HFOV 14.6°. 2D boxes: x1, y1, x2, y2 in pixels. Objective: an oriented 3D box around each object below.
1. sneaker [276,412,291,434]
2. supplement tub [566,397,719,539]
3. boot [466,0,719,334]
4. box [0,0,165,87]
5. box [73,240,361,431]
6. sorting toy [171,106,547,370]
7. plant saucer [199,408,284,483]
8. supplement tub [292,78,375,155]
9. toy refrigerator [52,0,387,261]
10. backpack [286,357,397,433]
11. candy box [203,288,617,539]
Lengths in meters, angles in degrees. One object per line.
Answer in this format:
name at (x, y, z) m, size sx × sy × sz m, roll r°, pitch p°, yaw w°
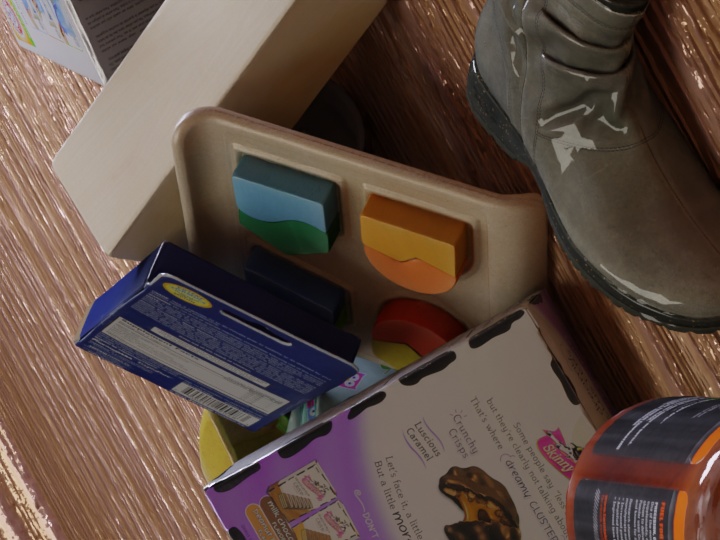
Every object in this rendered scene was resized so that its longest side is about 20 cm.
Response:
sneaker at (-0.019, 0.058, 1.700) m, size 0.200 × 0.084 × 0.077 m, roll 29°, pitch -136°, yaw -41°
supplement tub at (0.169, 0.109, 1.200) m, size 0.107 × 0.107 × 0.200 m, roll 63°, pitch 165°, yaw -6°
boot at (0.107, -0.074, 1.201) m, size 0.200 × 0.068 × 0.131 m, roll 50°, pitch 155°, yaw 31°
box at (-0.160, -0.194, 1.738) m, size 0.200 × 0.112 × 0.102 m, roll 27°, pitch 144°, yaw 64°
box at (-0.076, 0.036, 1.537) m, size 0.121 × 0.033 × 0.200 m, roll 27°, pitch 162°, yaw -12°
sorting toy at (0.000, 0.000, 1.492) m, size 0.199 × 0.037 × 0.185 m, roll 14°, pitch 146°, yaw 13°
plant saucer at (-0.016, 0.160, 1.747) m, size 0.048 × 0.200 × 0.201 m, roll -29°, pitch 82°, yaw 31°
supplement tub at (-0.052, -0.058, 1.643) m, size 0.107 × 0.107 × 0.200 m, roll 60°, pitch 164°, yaw 4°
toy refrigerator at (-0.075, -0.100, 1.508) m, size 0.200 × 0.070 × 0.076 m, roll -52°, pitch 54°, yaw 24°
backpack at (0.026, 0.125, 1.599) m, size 0.127 × 0.166 × 0.201 m, roll 106°, pitch 168°, yaw -46°
candy box at (0.049, 0.132, 1.452) m, size 0.168 × 0.199 × 0.072 m, roll 60°, pitch -166°, yaw -1°
